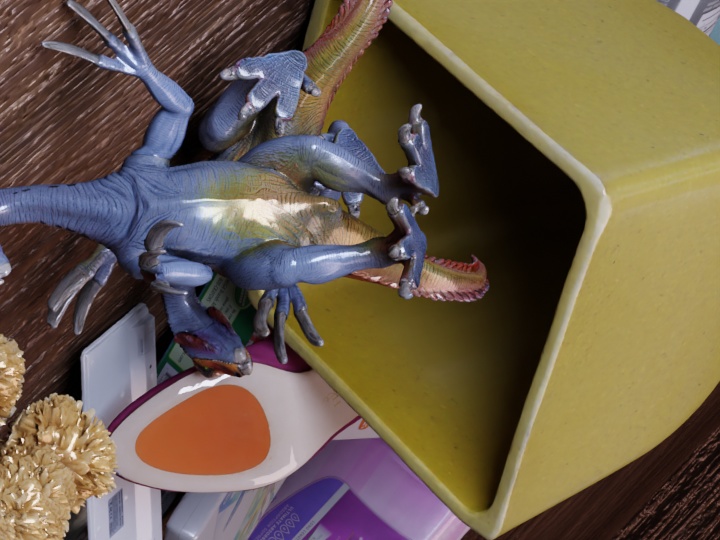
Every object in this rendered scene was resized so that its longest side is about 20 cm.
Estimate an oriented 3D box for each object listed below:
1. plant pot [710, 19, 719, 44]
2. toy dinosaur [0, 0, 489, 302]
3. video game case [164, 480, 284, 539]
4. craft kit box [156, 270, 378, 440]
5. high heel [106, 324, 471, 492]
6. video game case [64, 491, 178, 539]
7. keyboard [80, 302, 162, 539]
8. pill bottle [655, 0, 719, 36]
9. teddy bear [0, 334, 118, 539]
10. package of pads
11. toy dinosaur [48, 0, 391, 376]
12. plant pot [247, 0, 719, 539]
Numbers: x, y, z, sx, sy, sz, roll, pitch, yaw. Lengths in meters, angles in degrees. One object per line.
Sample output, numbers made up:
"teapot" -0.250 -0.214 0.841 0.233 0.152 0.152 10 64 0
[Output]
"plant pot" 0.282 -0.166 1.774 0.200 0.134 0.200 -47 166 -16
"toy dinosaur" -0.063 -0.007 1.040 0.200 0.181 0.105 61 26 -50
"video game case" -0.057 0.105 1.562 0.200 0.022 0.182 -58 172 -26
"craft kit box" 0.000 0.000 1.408 0.197 0.048 0.200 -1 127 -60
"high heel" -0.043 0.059 1.329 0.199 0.068 0.096 -12 -167 -22
"video game case" -0.144 0.129 1.438 0.183 0.023 0.200 -56 165 21
"keyboard" -0.117 0.115 1.333 0.056 0.011 0.201 -36 135 -47
"pill bottle" 0.135 -0.166 1.347 0.116 0.116 0.200 -38 163 -39
"teddy bear" -0.167 0.108 1.057 0.067 0.145 0.200 -23 -168 48
"package of pads" -0.029 0.188 1.753 0.200 0.120 0.076 -46 166 -17
"toy dinosaur" -0.039 -0.028 1.195 0.200 0.105 0.181 -54 -176 -22
"plant pot" 0.097 -0.031 1.249 0.199 0.194 0.196 -16 136 -36
